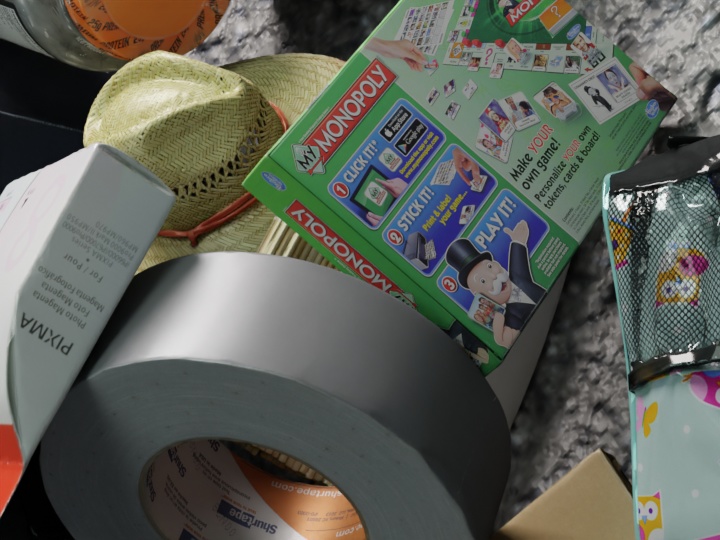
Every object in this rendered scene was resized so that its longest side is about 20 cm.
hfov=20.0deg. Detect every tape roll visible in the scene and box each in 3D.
[{"bbox_3d":[-0.038,0.086,0.901,0.200,0.200,0.066,-19,34,36],"label":"tape roll"}]

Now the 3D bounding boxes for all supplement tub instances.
[{"bbox_3d":[-0.160,-0.176,1.099,0.200,0.122,0.123,23,88,48],"label":"supplement tub"}]

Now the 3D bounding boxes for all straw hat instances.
[{"bbox_3d":[-0.086,-0.061,1.004,0.201,0.085,0.201,-14,48,17],"label":"straw hat"}]

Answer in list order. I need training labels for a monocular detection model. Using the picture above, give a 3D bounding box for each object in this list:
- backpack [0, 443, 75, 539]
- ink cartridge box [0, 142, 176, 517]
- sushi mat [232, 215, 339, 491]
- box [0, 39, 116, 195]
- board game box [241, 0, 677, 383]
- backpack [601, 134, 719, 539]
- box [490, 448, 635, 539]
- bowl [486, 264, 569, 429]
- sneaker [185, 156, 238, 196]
[{"bbox_3d":[-0.171,0.144,1.063,0.200,0.153,0.176,-40,30,37],"label":"backpack"},{"bbox_3d":[-0.167,0.046,0.901,0.200,0.057,0.162,-58,18,-17],"label":"ink cartridge box"},{"bbox_3d":[0.000,0.000,0.962,0.200,0.096,0.012,-62,11,-3],"label":"sushi mat"},{"bbox_3d":[-0.247,-0.077,1.263,0.197,0.117,0.200,-55,43,27],"label":"box"},{"bbox_3d":[0.051,-0.060,0.929,0.200,0.135,0.029,-52,4,-39],"label":"board game box"},{"bbox_3d":[0.188,0.054,0.781,0.153,0.176,0.200,-9,69,45],"label":"backpack"},{"bbox_3d":[0.075,0.202,0.902,0.200,0.021,0.164,-41,54,12],"label":"box"},{"bbox_3d":[0.006,-0.005,1.051,0.199,0.075,0.200,11,78,44],"label":"bowl"},{"bbox_3d":[-0.105,-0.024,1.115,0.200,0.077,0.111,-151,85,-81],"label":"sneaker"}]
